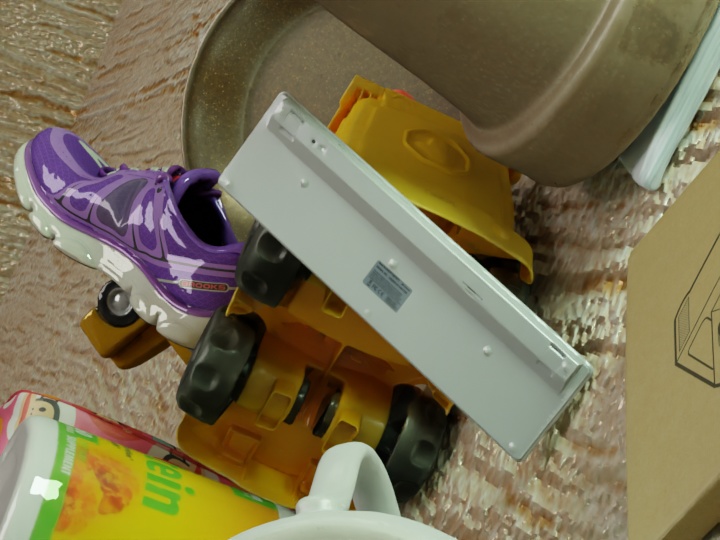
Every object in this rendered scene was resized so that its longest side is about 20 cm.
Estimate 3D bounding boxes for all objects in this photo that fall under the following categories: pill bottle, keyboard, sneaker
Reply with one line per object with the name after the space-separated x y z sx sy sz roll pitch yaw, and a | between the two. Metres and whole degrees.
-0.093 0.156 1.161 0.111 0.200 0.111 -59 17 31 | pill bottle
0.017 0.001 1.057 0.056 0.200 0.011 -55 -21 22 | keyboard
-0.115 -0.032 1.308 0.200 0.081 0.084 36 108 34 | sneaker

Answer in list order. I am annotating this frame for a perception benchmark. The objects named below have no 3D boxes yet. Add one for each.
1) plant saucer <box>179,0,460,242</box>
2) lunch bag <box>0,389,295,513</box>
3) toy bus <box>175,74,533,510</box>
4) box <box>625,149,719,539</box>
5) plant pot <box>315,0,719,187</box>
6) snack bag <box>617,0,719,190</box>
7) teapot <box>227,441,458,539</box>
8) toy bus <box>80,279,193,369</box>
-0.005 -0.081 1.300 0.037 0.200 0.201 4 -68 -65 | plant saucer
-0.122 0.137 1.301 0.082 0.200 0.176 -68 13 -20 | lunch bag
0.000 0.000 1.201 0.192 0.136 0.200 -80 16 -56 | toy bus
0.156 -0.004 0.855 0.200 0.021 0.164 -54 20 43 | box
0.054 -0.159 1.060 0.200 0.174 0.200 -54 24 37 | plant pot
0.146 -0.141 1.086 0.189 0.021 0.200 -64 15 15 | snack bag
0.000 0.191 0.890 0.200 0.197 0.146 -49 -26 -8 | teapot
-0.068 -0.004 1.382 0.200 0.078 0.065 -39 -8 13 | toy bus
